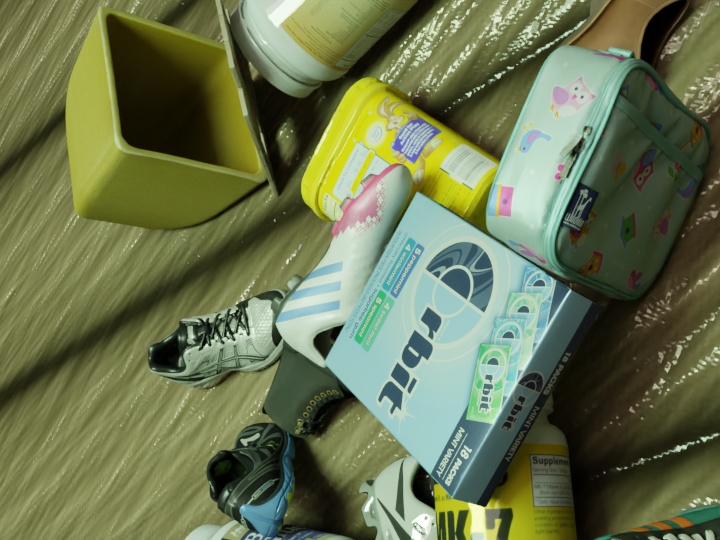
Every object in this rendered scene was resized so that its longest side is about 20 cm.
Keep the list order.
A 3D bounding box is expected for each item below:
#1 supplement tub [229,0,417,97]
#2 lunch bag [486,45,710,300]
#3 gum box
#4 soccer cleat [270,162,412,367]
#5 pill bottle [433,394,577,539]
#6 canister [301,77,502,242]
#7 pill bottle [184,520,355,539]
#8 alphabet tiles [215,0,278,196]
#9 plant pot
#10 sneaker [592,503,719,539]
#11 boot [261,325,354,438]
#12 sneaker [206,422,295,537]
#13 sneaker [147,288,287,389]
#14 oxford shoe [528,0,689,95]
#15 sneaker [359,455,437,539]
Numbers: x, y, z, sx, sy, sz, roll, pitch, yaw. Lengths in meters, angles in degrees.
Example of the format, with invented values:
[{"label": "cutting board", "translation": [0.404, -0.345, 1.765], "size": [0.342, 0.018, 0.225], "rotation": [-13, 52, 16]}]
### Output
[{"label": "supplement tub", "translation": [-0.031, -0.294, 0.969], "size": [0.199, 0.143, 0.146], "rotation": [-39, 57, 27]}, {"label": "lunch bag", "translation": [0.184, -0.071, 0.688], "size": [0.077, 0.198, 0.163], "rotation": [31, 97, 38]}, {"label": "gum box", "translation": [0.070, 0.053, 0.728], "size": [0.200, 0.044, 0.172], "rotation": [39, 103, 50]}, {"label": "soccer cleat", "translation": [0.000, 0.000, 0.828], "size": [0.086, 0.070, 0.201], "rotation": [44, 114, 15]}, {"label": "pill bottle", "translation": [0.115, 0.186, 0.745], "size": [0.113, 0.113, 0.205], "rotation": [-16, 69, 37]}, {"label": "canister", "translation": [0.048, -0.077, 0.887], "size": [0.199, 0.086, 0.150], "rotation": [40, 106, 38]}, {"label": "pill bottle", "translation": [-0.089, 0.302, 0.896], "size": [0.197, 0.110, 0.114], "rotation": [-3, 77, 40]}, {"label": "alphabet tiles", "translation": [-0.127, -0.202, 1.017], "size": [0.007, 0.201, 0.170], "rotation": [-14, 65, -1]}, {"label": "plant pot", "translation": [-0.257, -0.155, 1.116], "size": [0.199, 0.193, 0.198], "rotation": [-37, 57, 41]}, {"label": "sneaker", "translation": [0.205, 0.209, 0.630], "size": [0.196, 0.080, 0.073], "rotation": [-17, 75, 1]}, {"label": "boot", "translation": [-0.022, 0.126, 0.917], "size": [0.199, 0.076, 0.141], "rotation": [36, 109, 52]}, {"label": "sneaker", "translation": [-0.112, 0.195, 0.925], "size": [0.200, 0.081, 0.072], "rotation": [-124, 58, -78]}, {"label": "sneaker", "translation": [-0.158, 0.079, 1.029], "size": [0.198, 0.087, 0.077], "rotation": [-32, 58, 30]}, {"label": "oxford shoe", "translation": [0.202, -0.162, 0.784], "size": [0.071, 0.071, 0.202], "rotation": [43, 107, 33]}, {"label": "sneaker", "translation": [0.066, 0.252, 0.797], "size": [0.088, 0.073, 0.203], "rotation": [-42, 56, 28]}]
